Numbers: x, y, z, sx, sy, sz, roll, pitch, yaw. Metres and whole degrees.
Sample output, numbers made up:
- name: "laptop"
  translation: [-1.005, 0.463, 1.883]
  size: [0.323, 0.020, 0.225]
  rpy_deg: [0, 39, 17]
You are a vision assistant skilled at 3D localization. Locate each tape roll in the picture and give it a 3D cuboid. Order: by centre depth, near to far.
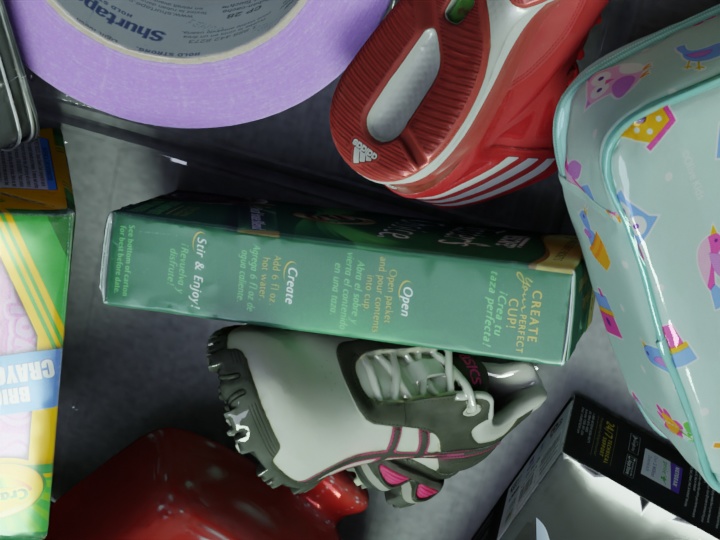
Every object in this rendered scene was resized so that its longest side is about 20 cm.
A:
- name: "tape roll"
  translation: [-0.074, -0.162, 1.200]
  size: [0.200, 0.066, 0.201]
  rpy_deg: [6, 120, 10]

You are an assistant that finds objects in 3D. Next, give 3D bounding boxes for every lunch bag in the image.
- name: "lunch bag"
  translation: [0.177, -0.015, 1.196]
  size: [0.160, 0.077, 0.200]
  rpy_deg: [-27, 118, -10]

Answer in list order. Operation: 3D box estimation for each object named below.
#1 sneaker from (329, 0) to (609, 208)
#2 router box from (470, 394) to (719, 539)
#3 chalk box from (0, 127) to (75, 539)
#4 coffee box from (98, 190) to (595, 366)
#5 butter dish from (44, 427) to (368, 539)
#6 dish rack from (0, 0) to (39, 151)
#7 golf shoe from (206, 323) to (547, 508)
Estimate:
- name: "sneaker"
  translation: [0.073, -0.112, 1.203]
  size: [0.200, 0.116, 0.078]
  rpy_deg: [-47, 67, 5]
- name: "router box"
  translation: [0.116, 0.176, 1.360]
  size: [0.157, 0.052, 0.200]
  rpy_deg: [29, 122, -6]
- name: "chalk box"
  translation: [-0.196, 0.045, 1.275]
  size: [0.124, 0.125, 0.200]
  rpy_deg: [2, 111, -11]
- name: "coffee box"
  translation: [0.000, 0.000, 1.244]
  size: [0.199, 0.123, 0.044]
  rpy_deg: [8, 98, 10]
- name: "butter dish"
  translation: [-0.056, 0.141, 1.327]
  size: [0.200, 0.199, 0.148]
  rpy_deg: [41, 97, -12]
- name: "dish rack"
  translation: [-0.234, -0.128, 1.233]
  size: [0.200, 0.055, 0.154]
  rpy_deg: [22, 137, 39]
- name: "golf shoe"
  translation: [0.005, 0.049, 1.250]
  size: [0.088, 0.200, 0.077]
  rpy_deg: [-27, 71, 22]
